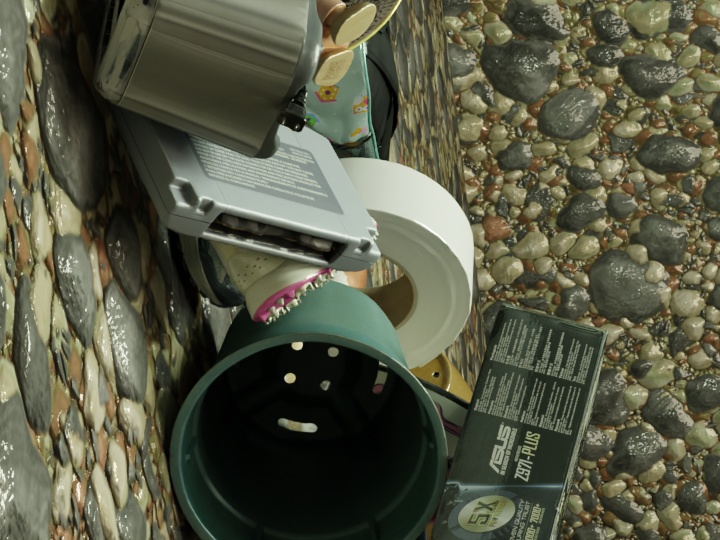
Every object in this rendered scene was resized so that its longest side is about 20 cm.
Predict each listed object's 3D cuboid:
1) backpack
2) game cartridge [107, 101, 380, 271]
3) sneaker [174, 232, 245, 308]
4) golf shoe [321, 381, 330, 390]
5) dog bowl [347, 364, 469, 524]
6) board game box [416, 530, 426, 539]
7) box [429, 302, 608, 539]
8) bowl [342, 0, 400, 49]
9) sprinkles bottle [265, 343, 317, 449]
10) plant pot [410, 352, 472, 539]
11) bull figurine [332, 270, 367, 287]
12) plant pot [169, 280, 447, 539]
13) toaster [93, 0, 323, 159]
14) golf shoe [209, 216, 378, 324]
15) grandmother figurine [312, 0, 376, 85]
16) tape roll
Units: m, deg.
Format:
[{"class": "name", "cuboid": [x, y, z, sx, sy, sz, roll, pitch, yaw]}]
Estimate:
[{"class": "backpack", "cuboid": [-0.042, -0.185, 1.614, 0.200, 0.153, 0.176, 98, -10, -69]}, {"class": "game cartridge", "cuboid": [-0.082, -0.070, 1.300, 0.200, 0.042, 0.133, 14, 35, -45]}, {"class": "sneaker", "cuboid": [-0.099, -0.066, 1.418, 0.078, 0.086, 0.200, -68, 151, -70]}, {"class": "golf shoe", "cuboid": [-0.036, 0.156, 1.717, 0.088, 0.077, 0.200, 121, -20, -68]}, {"class": "dog bowl", "cuboid": [0.054, 0.160, 1.604, 0.074, 0.200, 0.200, -62, 159, -17]}, {"class": "board game box", "cuboid": [-0.021, 0.309, 1.457, 0.097, 0.159, 0.200, -46, 131, -79]}, {"class": "box", "cuboid": [0.118, 0.154, 1.411, 0.164, 0.086, 0.200, 86, 21, -64]}, {"class": "bowl", "cuboid": [-0.061, -0.236, 1.477, 0.094, 0.201, 0.201, 102, -13, -71]}, {"class": "sprinkles bottle", "cuboid": [-0.064, 0.140, 1.573, 0.068, 0.068, 0.200, 52, 34, -73]}, {"class": "plant pot", "cuboid": [0.049, 0.161, 1.820, 0.200, 0.186, 0.186, 83, 8, -49]}, {"class": "bull figurine", "cuboid": [-0.024, 0.010, 1.905, 0.121, 0.065, 0.200, 75, 15, -62]}, {"class": "plant pot", "cuboid": [-0.038, 0.107, 1.425, 0.196, 0.200, 0.200, -91, 173, -71]}, {"class": "toaster", "cuboid": [-0.101, -0.159, 1.233, 0.200, 0.129, 0.114, -92, -157, -50]}, {"class": "golf shoe", "cuboid": [-0.049, -0.028, 1.393, 0.092, 0.075, 0.200, 49, 22, 2]}, {"class": "grandmother figurine", "cuboid": [-0.087, -0.214, 1.372, 0.121, 0.200, 0.061, -58, 160, 21]}, {"class": "tape roll", "cuboid": [0.000, 0.000, 1.630, 0.071, 0.202, 0.202, -85, 166, -49]}]
